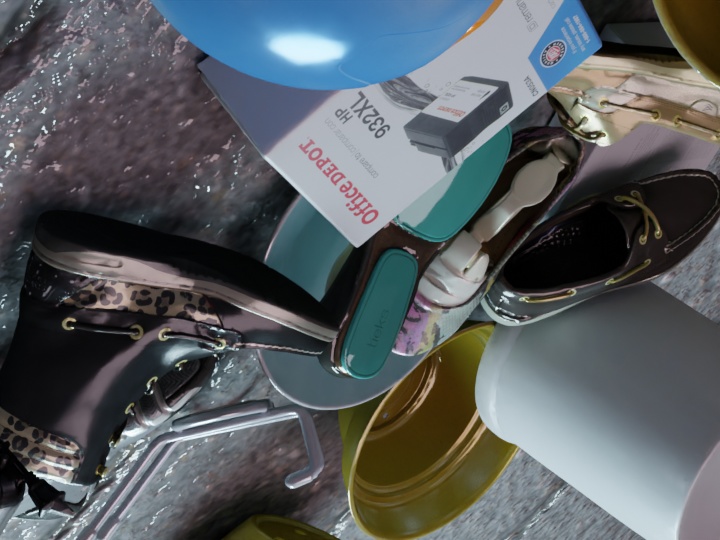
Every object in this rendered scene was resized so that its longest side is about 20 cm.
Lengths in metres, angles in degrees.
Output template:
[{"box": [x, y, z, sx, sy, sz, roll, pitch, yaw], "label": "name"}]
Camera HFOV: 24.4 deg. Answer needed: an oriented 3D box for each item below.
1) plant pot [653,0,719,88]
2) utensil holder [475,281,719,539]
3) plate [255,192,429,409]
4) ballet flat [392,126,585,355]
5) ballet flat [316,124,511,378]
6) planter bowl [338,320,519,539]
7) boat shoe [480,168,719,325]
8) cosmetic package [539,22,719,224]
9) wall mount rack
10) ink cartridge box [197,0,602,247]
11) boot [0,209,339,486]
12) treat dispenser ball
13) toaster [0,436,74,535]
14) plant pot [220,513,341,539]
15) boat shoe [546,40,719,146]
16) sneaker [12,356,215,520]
[{"box": [0.293, -0.217, 1.046, 0.200, 0.200, 0.142, -61, 175, 35], "label": "plant pot"}, {"box": [0.213, 0.104, 1.243, 0.170, 0.200, 0.170, -27, 135, -30], "label": "utensil holder"}, {"box": [0.000, 0.000, 1.139, 0.200, 0.026, 0.201, -23, 126, -34], "label": "plate"}, {"box": [0.082, -0.028, 1.127, 0.200, 0.069, 0.071, -48, -177, -16], "label": "ballet flat"}, {"box": [0.021, -0.026, 1.075, 0.068, 0.068, 0.200, 31, 91, -39], "label": "ballet flat"}, {"box": [0.044, 0.107, 1.301, 0.200, 0.083, 0.201, -27, 135, -30], "label": "planter bowl"}, {"box": [0.180, -0.021, 1.194, 0.201, 0.072, 0.061, -27, 168, -11], "label": "boat shoe"}, {"box": [0.202, -0.094, 1.245, 0.150, 0.052, 0.200, -10, 140, -40], "label": "cosmetic package"}, {"box": [-0.114, 0.137, 1.148, 0.173, 0.075, 0.200, -14, 174, -2], "label": "wall mount rack"}, {"box": [0.027, -0.126, 0.981, 0.200, 0.084, 0.145, -39, 150, 4], "label": "ink cartridge box"}, {"box": [-0.127, 0.058, 1.015, 0.203, 0.073, 0.154, 17, 107, -29], "label": "boot"}, {"box": [-0.014, -0.182, 0.744, 0.200, 0.201, 0.201, -27, 148, -18], "label": "treat dispenser ball"}, {"box": [-0.285, 0.100, 0.850, 0.180, 0.200, 0.119, 0, 129, -48], "label": "toaster"}, {"box": [-0.069, 0.286, 1.373, 0.200, 0.200, 0.142, 15, 97, -54], "label": "plant pot"}, {"box": [0.165, -0.115, 1.093, 0.199, 0.074, 0.067, 4, 105, -13], "label": "boat shoe"}, {"box": [-0.179, 0.106, 1.108, 0.199, 0.075, 0.116, -27, 156, 0], "label": "sneaker"}]
